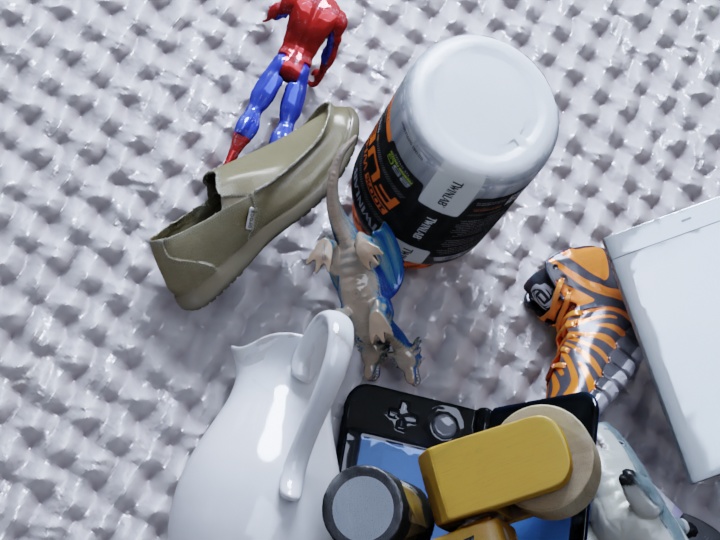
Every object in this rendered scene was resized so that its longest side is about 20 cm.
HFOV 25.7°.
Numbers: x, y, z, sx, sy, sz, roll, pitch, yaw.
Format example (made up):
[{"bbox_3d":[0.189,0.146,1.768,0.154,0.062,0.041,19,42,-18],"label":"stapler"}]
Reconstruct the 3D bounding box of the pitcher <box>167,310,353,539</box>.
[{"bbox_3d":[-0.058,0.136,1.101,0.120,0.172,0.202,19,63,-14],"label":"pitcher"}]

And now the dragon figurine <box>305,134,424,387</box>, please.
[{"bbox_3d":[0.000,0.000,1.190,0.058,0.099,0.202,-13,97,11],"label":"dragon figurine"}]

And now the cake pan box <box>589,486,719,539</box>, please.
[{"bbox_3d":[0.218,0.280,1.196,0.184,0.052,0.200,45,62,2],"label":"cake pan box"}]

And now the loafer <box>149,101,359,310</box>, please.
[{"bbox_3d":[-0.081,-0.058,1.192,0.200,0.076,0.067,-48,110,-5],"label":"loafer"}]

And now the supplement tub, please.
[{"bbox_3d":[0.064,-0.082,1.213,0.121,0.200,0.124,6,66,-14],"label":"supplement tub"}]

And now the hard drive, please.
[{"bbox_3d":[0.282,0.048,1.222,0.130,0.027,0.202,-19,80,3],"label":"hard drive"}]

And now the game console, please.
[{"bbox_3d":[0.068,0.177,1.151,0.169,0.118,0.202,14,64,-9],"label":"game console"}]

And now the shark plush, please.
[{"bbox_3d":[0.236,0.200,1.173,0.199,0.091,0.083,38,32,6],"label":"shark plush"}]

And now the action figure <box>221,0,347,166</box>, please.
[{"bbox_3d":[-0.065,-0.153,1.287,0.065,0.099,0.202,24,85,-9],"label":"action figure"}]

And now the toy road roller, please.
[{"bbox_3d":[0.079,0.189,1.066,0.198,0.123,0.148,-21,73,8],"label":"toy road roller"}]

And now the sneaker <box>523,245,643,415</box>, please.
[{"bbox_3d":[0.164,0.060,1.264,0.112,0.078,0.200,38,53,7],"label":"sneaker"}]
